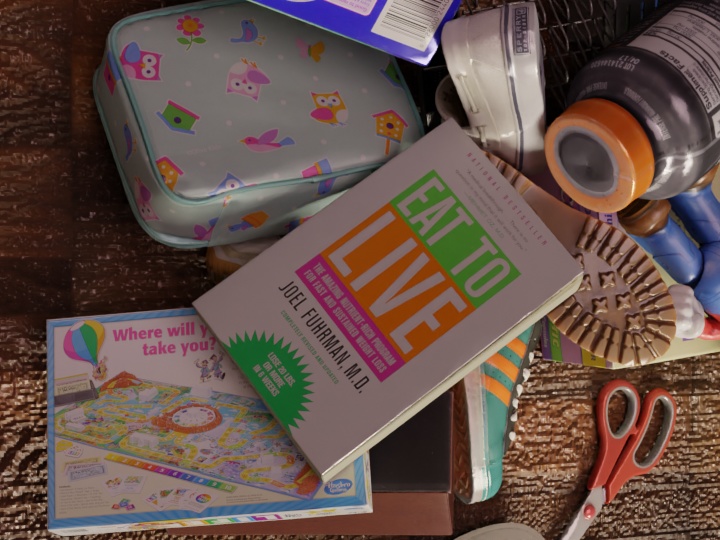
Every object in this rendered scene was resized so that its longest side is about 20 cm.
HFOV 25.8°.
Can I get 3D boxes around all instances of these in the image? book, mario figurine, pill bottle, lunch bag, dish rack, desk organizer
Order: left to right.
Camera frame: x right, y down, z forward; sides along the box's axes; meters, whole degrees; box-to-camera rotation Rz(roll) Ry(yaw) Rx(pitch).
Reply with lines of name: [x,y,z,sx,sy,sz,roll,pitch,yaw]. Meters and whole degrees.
lunch bag: [-0.065,-0.105,1.021,0.199,0.077,0.161,-13,65,-27]
desk organizer: [-0.037,0.129,1.035,0.199,0.077,0.072,-1,58,6]
book: [0.017,0.015,0.961,0.200,0.048,0.134,-37,77,-9]
dish rack: [0.131,-0.165,1.085,0.199,0.055,0.154,-13,138,-5]
pill bottle: [0.207,-0.116,1.032,0.200,0.106,0.107,-37,106,-32]
mario figurine: [0.273,0.012,1.078,0.123,0.106,0.200,-37,100,16]

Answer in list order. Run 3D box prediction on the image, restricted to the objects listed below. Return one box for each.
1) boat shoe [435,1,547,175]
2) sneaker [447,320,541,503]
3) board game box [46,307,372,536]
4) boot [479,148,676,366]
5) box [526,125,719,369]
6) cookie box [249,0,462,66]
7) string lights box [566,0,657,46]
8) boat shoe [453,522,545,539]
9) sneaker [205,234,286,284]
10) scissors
boat shoe: [0.084,-0.112,1.010,0.069,0.200,0.071,-3,76,8]
sneaker: [0.096,0.064,1.124,0.080,0.071,0.201,-3,91,-20]
board game box: [-0.096,0.091,0.985,0.199,0.034,0.135,-5,74,5]
boot: [0.125,-0.014,1.057,0.200,0.107,0.075,39,91,-1]
box: [0.235,-0.029,1.174,0.199,0.097,0.177,-8,95,-25]
cookie box: [-0.033,-0.233,0.990,0.171,0.200,0.075,17,123,-24]
string lights box: [0.258,-0.215,1.200,0.199,0.059,0.103,4,89,-25]
boat shoe: [0.059,0.260,1.129,0.200,0.073,0.062,-40,150,-26]
sneaker: [0.000,0.000,1.056,0.199,0.076,0.088,24,73,-5]
scissors: [0.185,0.177,1.199,0.073,0.014,0.201,27,78,-25]
